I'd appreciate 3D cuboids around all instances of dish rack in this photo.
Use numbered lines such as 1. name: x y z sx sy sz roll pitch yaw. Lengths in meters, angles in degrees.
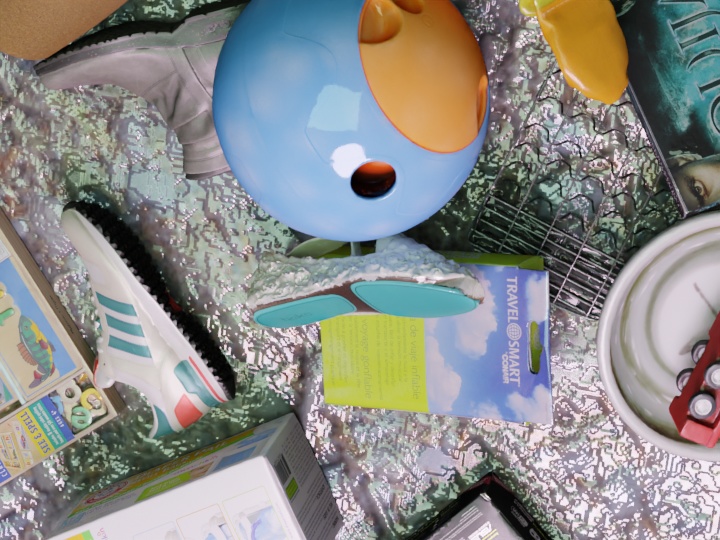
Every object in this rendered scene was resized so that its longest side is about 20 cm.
1. dish rack: 0.176 -0.069 1.681 0.153 0.055 0.201 28 108 5

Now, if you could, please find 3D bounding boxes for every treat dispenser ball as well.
1. treat dispenser ball: -0.006 -0.122 1.613 0.199 0.201 0.202 2 103 10

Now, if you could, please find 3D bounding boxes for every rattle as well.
1. rattle: 0.099 -0.204 1.627 0.199 0.131 0.143 0 135 41

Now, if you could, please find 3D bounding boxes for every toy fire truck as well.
1. toy fire truck: 0.304 0.095 1.644 0.140 0.049 0.201 21 108 -13

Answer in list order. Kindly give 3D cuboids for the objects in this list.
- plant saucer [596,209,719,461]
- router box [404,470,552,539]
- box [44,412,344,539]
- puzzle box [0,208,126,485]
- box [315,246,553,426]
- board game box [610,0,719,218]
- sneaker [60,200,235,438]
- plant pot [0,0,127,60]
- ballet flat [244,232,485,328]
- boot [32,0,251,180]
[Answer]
1. plant saucer: 0.269 0.042 1.672 0.198 0.050 0.202 -2 112 -5
2. router box: 0.077 0.277 1.768 0.200 0.062 0.150 -40 93 16
3. box: -0.130 0.205 1.766 0.199 0.113 0.102 -22 99 15
4. puzzle box: -0.296 0.061 1.813 0.133 0.025 0.201 -31 95 16
5. box: 0.063 0.047 1.698 0.199 0.048 0.123 4 104 31
6. board game box: 0.252 -0.154 1.618 0.134 0.028 0.201 -23 82 0
7. sneaker: -0.188 0.043 1.764 0.093 0.070 0.200 -36 96 10
8. plant pot: -0.216 -0.260 1.664 0.186 0.186 0.200 39 120 0
9. ballet flat: 0.000 0.000 1.664 0.199 0.072 0.072 -5 102 30
10. boot: -0.145 -0.127 1.725 0.199 0.068 0.132 -11 106 14
